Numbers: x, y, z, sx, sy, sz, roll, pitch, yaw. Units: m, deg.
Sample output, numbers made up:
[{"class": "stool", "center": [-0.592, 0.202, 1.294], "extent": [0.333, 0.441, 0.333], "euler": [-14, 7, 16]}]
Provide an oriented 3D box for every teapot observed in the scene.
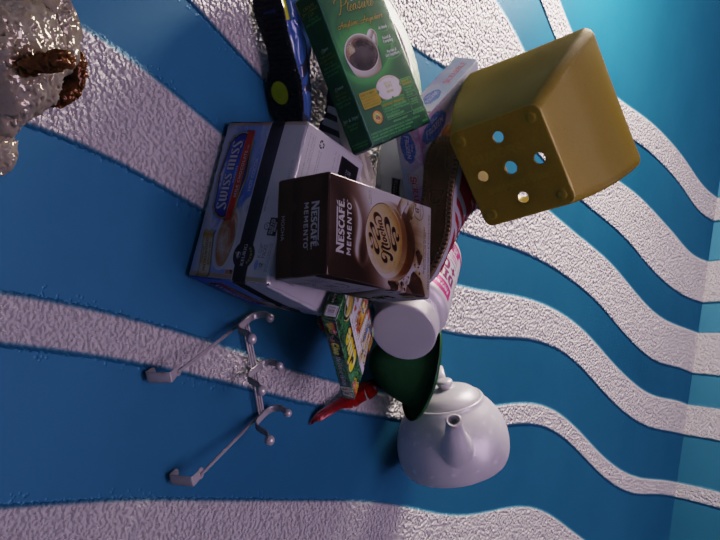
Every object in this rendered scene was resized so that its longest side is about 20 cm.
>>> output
[{"class": "teapot", "center": [0.142, 0.241, 1.504], "extent": [0.196, 0.198, 0.149], "euler": [-21, 105, -42]}]

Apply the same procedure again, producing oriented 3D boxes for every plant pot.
[{"class": "plant pot", "center": [0.227, -0.169, 1.251], "extent": [0.176, 0.197, 0.203], "euler": [-46, 115, -49]}]

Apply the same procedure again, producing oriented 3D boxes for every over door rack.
[{"class": "over door rack", "center": [-0.158, 0.155, 1.153], "extent": [0.199, 0.066, 0.151], "euler": [-30, 118, -50]}]

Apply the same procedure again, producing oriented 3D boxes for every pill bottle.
[{"class": "pill bottle", "center": [0.082, 0.031, 1.397], "extent": [0.201, 0.111, 0.115], "euler": [-69, 146, -53]}]

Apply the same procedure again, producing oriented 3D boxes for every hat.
[{"class": "hat", "center": [0.018, 0.133, 1.431], "extent": [0.200, 0.173, 0.169], "euler": [-115, -140, -72]}]

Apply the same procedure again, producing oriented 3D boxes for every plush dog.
[{"class": "plush dog", "center": [-0.308, -0.209, 0.846], "extent": [0.173, 0.157, 0.202], "euler": [-83, 158, -52]}]

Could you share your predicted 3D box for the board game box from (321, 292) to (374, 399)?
[{"class": "board game box", "center": [-0.013, 0.073, 1.219], "extent": [0.201, 0.023, 0.106], "euler": [79, 27, -55]}]

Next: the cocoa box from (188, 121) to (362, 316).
[{"class": "cocoa box", "center": [-0.101, -0.064, 1.151], "extent": [0.133, 0.129, 0.204], "euler": [29, 71, -54]}]

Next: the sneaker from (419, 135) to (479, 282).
[{"class": "sneaker", "center": [0.121, -0.070, 1.295], "extent": [0.112, 0.070, 0.204], "euler": [24, 78, -56]}]

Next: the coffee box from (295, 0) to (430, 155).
[{"class": "coffee box", "center": [0.005, -0.260, 1.190], "extent": [0.122, 0.044, 0.203], "euler": [-28, 99, -41]}]

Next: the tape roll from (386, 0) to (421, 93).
[{"class": "tape roll", "center": [0.022, -0.291, 1.319], "extent": [0.200, 0.047, 0.204], "euler": [38, 45, -51]}]

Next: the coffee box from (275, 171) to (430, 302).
[{"class": "coffee box", "center": [-0.004, -0.033, 1.090], "extent": [0.198, 0.079, 0.116], "euler": [13, 76, -51]}]

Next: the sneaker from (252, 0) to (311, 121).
[{"class": "sneaker", "center": [-0.082, -0.272, 1.208], "extent": [0.078, 0.065, 0.204], "euler": [-29, 117, -49]}]

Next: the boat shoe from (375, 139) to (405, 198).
[{"class": "boat shoe", "center": [0.053, -0.123, 1.429], "extent": [0.070, 0.069, 0.204], "euler": [110, -12, -61]}]

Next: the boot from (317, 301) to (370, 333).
[{"class": "boot", "center": [0.001, 0.001, 1.300], "extent": [0.204, 0.072, 0.156], "euler": [105, 11, -66]}]

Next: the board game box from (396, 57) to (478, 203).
[{"class": "board game box", "center": [0.123, -0.172, 1.374], "extent": [0.201, 0.040, 0.202], "euler": [-51, 140, -41]}]

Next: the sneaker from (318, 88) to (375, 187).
[{"class": "sneaker", "center": [-0.038, -0.184, 1.289], "extent": [0.075, 0.083, 0.204], "euler": [35, 42, -52]}]
